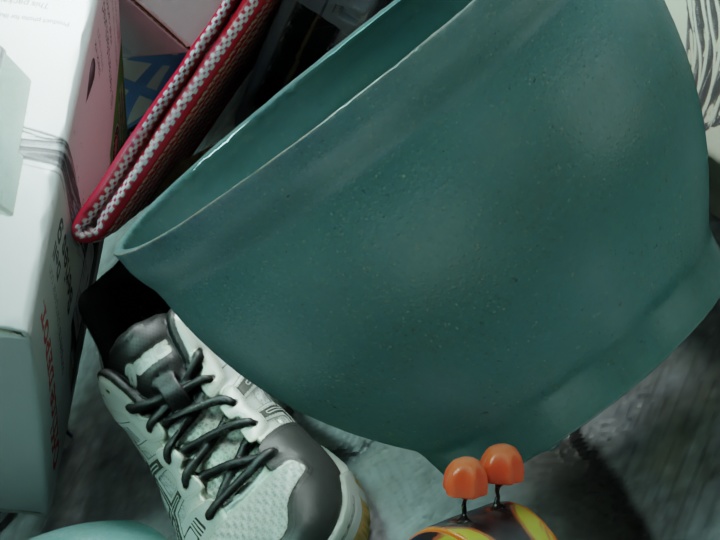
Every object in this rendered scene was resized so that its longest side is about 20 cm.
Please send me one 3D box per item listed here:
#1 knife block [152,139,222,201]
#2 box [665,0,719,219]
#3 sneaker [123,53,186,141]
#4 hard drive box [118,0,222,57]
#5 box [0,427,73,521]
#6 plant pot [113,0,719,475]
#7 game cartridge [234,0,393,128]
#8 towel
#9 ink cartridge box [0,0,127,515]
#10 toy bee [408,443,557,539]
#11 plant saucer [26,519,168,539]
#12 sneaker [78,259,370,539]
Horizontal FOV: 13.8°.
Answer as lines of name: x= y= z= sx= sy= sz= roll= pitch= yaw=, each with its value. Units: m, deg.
knife block: x=0.000 y=0.000 z=1.157 sx=0.199 sy=0.064 sz=0.176 roll=-26 pitch=35 yaw=30
box: x=0.141 y=-0.063 z=1.055 sx=0.082 sy=0.068 sz=0.200 roll=-47 pitch=31 yaw=-3
sneaker: x=-0.095 y=-0.139 z=1.431 sx=0.200 sy=0.072 sz=0.072 roll=-52 pitch=33 yaw=-7
hard drive box: x=-0.087 y=-0.194 z=1.332 sx=0.155 sy=0.077 sz=0.201 roll=1 pitch=56 yaw=56
box: x=-0.218 y=0.069 z=1.348 sx=0.117 sy=0.060 sz=0.200 roll=-49 pitch=31 yaw=-3
plant pot: x=0.037 y=-0.016 z=0.980 sx=0.200 sy=0.134 sz=0.200 roll=-37 pitch=7 yaw=6
game cartridge: x=0.004 y=-0.133 z=1.243 sx=0.133 sy=0.041 sz=0.200 roll=-55 pitch=-1 yaw=-21
towel: x=-0.065 y=-0.081 z=1.236 sx=0.145 sy=0.022 sz=0.200 roll=-56 pitch=1 yaw=8
ink cartridge box: x=-0.152 y=-0.021 z=1.207 sx=0.083 sy=0.146 sz=0.201 roll=6 pitch=57 yaw=2
toy bee: x=0.032 y=0.109 z=0.948 sx=0.199 sy=0.110 sz=0.131 roll=-6 pitch=6 yaw=22
plant saucer: x=-0.141 y=0.177 z=1.124 sx=0.200 sy=0.036 sz=0.201 roll=-35 pitch=36 yaw=30
sneaker: x=-0.063 y=0.063 z=1.139 sx=0.076 sy=0.088 sz=0.200 roll=-42 pitch=32 yaw=2
